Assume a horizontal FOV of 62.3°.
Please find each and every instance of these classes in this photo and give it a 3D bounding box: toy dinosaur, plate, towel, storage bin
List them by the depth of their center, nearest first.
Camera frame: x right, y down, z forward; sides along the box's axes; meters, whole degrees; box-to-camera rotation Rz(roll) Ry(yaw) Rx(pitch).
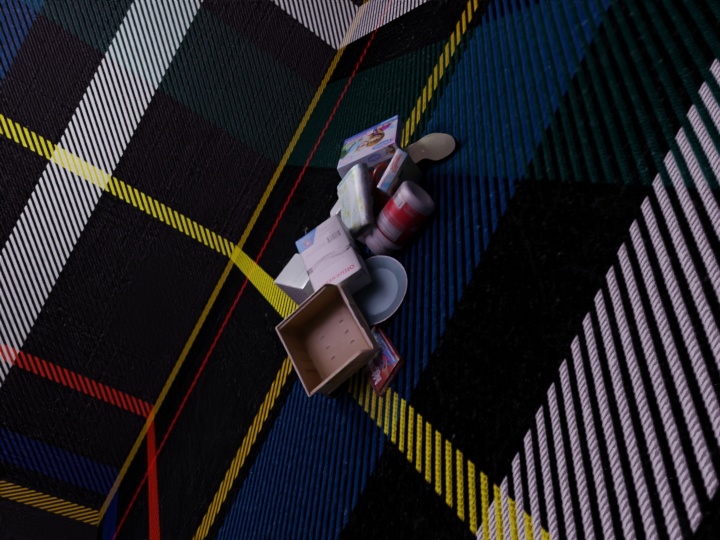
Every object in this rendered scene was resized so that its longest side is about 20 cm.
[{"bbox_3d":[-0.081,0.172,1.491,0.198,0.093,0.202,-41,64,19],"label":"storage bin"},{"bbox_3d":[0.038,0.055,1.574,0.195,0.026,0.205,-14,56,22],"label":"plate"},{"bbox_3d":[-0.012,-0.187,1.679,0.200,0.047,0.176,146,117,-69],"label":"towel"},{"bbox_3d":[0.069,-0.210,1.712,0.183,0.103,0.203,81,168,-59],"label":"toy dinosaur"}]

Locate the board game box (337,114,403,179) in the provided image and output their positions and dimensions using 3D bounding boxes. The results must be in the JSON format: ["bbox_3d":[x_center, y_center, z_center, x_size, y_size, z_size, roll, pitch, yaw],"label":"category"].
[{"bbox_3d":[0.032,-0.376,1.806,0.196,0.042,0.202,-21,32,20],"label":"board game box"}]

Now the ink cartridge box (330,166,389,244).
[{"bbox_3d":[0.016,-0.207,1.837,0.201,0.146,0.086,-52,22,20],"label":"ink cartridge box"}]

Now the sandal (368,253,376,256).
[{"bbox_3d":[0.000,0.001,1.767,0.201,0.047,0.076,-48,26,30],"label":"sandal"}]

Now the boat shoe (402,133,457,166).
[{"bbox_3d":[0.198,-0.346,1.699,0.199,0.076,0.062,-12,8,46],"label":"boat shoe"}]

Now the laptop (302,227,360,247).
[{"bbox_3d":[-0.096,-0.087,1.939,0.104,0.172,0.204,100,164,-52],"label":"laptop"}]

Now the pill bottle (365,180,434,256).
[{"bbox_3d":[0.102,-0.132,1.616,0.201,0.111,0.113,-50,25,26],"label":"pill bottle"}]

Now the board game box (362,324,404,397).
[{"bbox_3d":[0.045,0.216,1.470,0.104,0.019,0.200,-59,23,10],"label":"board game box"}]

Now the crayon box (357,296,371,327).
[{"bbox_3d":[-0.035,0.133,1.682,0.199,0.057,0.121,-30,39,52],"label":"crayon box"}]

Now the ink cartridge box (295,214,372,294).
[{"bbox_3d":[-0.073,-0.025,1.611,0.143,0.084,0.203,-32,54,9],"label":"ink cartridge box"}]

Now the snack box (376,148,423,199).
[{"bbox_3d":[0.115,-0.250,1.661,0.118,0.037,0.200,-60,-20,2],"label":"snack box"}]

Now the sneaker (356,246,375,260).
[{"bbox_3d":[0.008,-0.016,1.670,0.198,0.081,0.075,28,91,42],"label":"sneaker"}]

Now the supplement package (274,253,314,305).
[{"bbox_3d":[-0.149,0.037,1.782,0.118,0.117,0.198,-53,29,-16],"label":"supplement package"}]

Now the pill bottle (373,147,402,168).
[{"bbox_3d":[0.054,-0.319,1.922,0.199,0.114,0.118,-34,35,47],"label":"pill bottle"}]

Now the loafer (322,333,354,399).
[{"bbox_3d":[-0.051,0.244,1.548,0.071,0.071,0.205,29,105,60],"label":"loafer"}]
